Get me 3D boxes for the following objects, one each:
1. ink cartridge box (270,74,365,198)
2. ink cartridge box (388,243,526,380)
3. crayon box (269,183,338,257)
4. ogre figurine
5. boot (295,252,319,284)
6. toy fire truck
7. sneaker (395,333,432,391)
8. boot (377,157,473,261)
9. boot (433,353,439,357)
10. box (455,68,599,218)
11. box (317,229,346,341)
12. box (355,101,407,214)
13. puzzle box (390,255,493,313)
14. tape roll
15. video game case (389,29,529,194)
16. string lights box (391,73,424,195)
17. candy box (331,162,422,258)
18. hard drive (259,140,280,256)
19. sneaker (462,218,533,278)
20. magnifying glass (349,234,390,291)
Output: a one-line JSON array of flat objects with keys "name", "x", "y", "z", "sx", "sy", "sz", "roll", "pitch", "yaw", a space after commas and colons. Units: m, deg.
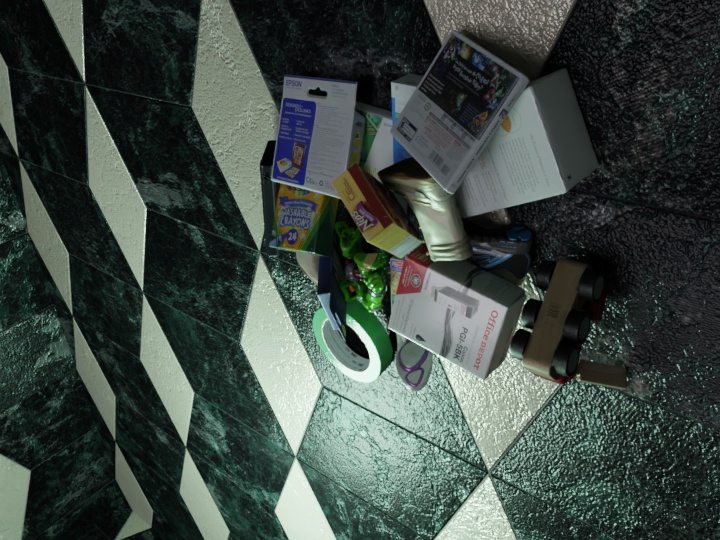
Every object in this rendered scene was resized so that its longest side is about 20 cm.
[{"name": "ink cartridge box", "x": -0.078, "y": -0.250, "z": 1.281, "sx": 0.195, "sy": 0.046, "sz": 0.205, "roll": 19, "pitch": 102, "yaw": 40}, {"name": "ink cartridge box", "x": 0.159, "y": 0.067, "z": 1.165, "sx": 0.197, "sy": 0.082, "sz": 0.150, "roll": 26, "pitch": 120, "yaw": 26}, {"name": "crayon box", "x": -0.105, "y": -0.137, "z": 1.360, "sx": 0.124, "sy": 0.051, "sz": 0.205, "roll": 8, "pitch": 87, "yaw": 38}, {"name": "ogre figurine", "x": 0.000, "y": 0.000, "z": 1.355, "sx": 0.199, "sy": 0.097, "sz": 0.122, "roll": 35, "pitch": 147, "yaw": 34}, {"name": "boot", "x": -0.103, "y": -0.073, "z": 1.457, "sx": 0.201, "sy": 0.069, "sz": 0.147, "roll": 53, "pitch": 154, "yaw": 20}, {"name": "toy fire truck", "x": 0.346, "y": 0.101, "z": 1.080, "sx": 0.127, "sy": 0.179, "sz": 0.199, "roll": 15, "pitch": 167, "yaw": 38}, {"name": "sneaker", "x": 0.109, "y": 0.159, "z": 1.339, "sx": 0.073, "sy": 0.202, "sz": 0.101, "roll": -14, "pitch": 131, "yaw": 11}, {"name": "boot", "x": 0.104, "y": -0.099, "z": 1.120, "sx": 0.199, "sy": 0.071, "sz": 0.157, "roll": 27, "pitch": 143, "yaw": 63}, {"name": "boot", "x": 0.157, "y": 0.049, "z": 1.289, "sx": 0.175, "sy": 0.069, "sz": 0.200, "roll": 50, "pitch": 130, "yaw": 10}, {"name": "box", "x": 0.224, "y": -0.183, "z": 1.027, "sx": 0.198, "sy": 0.106, "sz": 0.155, "roll": -10, "pitch": 107, "yaw": 49}, {"name": "box", "x": -0.054, "y": 0.028, "z": 1.379, "sx": 0.032, "sy": 0.203, "sz": 0.122, "roll": -9, "pitch": 140, "yaw": 11}, {"name": "box", "x": 0.025, "y": -0.201, "z": 1.281, "sx": 0.143, "sy": 0.036, "sz": 0.204, "roll": 24, "pitch": 129, "yaw": 35}, {"name": "puzzle box", "x": 0.143, "y": 0.052, "z": 1.241, "sx": 0.197, "sy": 0.025, "sz": 0.136, "roll": 11, "pitch": 113, "yaw": 32}, {"name": "tape roll", "x": -0.019, "y": 0.153, "z": 1.535, "sx": 0.198, "sy": 0.048, "sz": 0.203, "roll": 30, "pitch": 139, "yaw": 29}, {"name": "video game case", "x": 0.135, "y": -0.235, "z": 1.002, "sx": 0.184, "sy": 0.023, "sz": 0.201, "roll": -57, "pitch": 37, "yaw": 19}, {"name": "string lights box", "x": 0.108, "y": -0.217, "z": 1.165, "sx": 0.102, "sy": 0.059, "sz": 0.204, "roll": 23, "pitch": 129, "yaw": 36}, {"name": "candy box", "x": 0.033, "y": -0.094, "z": 1.144, "sx": 0.056, "sy": 0.200, "sz": 0.118, "roll": -34, "pitch": 75, "yaw": 11}, {"name": "hard drive", "x": -0.183, "y": -0.152, "z": 1.454, "sx": 0.032, "sy": 0.141, "sz": 0.204, "roll": 1, "pitch": 121, "yaw": 0}, {"name": "sneaker", "x": 0.195, "y": -0.036, "z": 1.172, "sx": 0.197, "sy": 0.073, "sz": 0.083, "roll": 14, "pitch": 126, "yaw": 33}, {"name": "magnifying glass", "x": 0.008, "y": -0.003, "z": 1.443, "sx": 0.080, "sy": 0.022, "sz": 0.202, "roll": 43, "pitch": 137, "yaw": 16}]
